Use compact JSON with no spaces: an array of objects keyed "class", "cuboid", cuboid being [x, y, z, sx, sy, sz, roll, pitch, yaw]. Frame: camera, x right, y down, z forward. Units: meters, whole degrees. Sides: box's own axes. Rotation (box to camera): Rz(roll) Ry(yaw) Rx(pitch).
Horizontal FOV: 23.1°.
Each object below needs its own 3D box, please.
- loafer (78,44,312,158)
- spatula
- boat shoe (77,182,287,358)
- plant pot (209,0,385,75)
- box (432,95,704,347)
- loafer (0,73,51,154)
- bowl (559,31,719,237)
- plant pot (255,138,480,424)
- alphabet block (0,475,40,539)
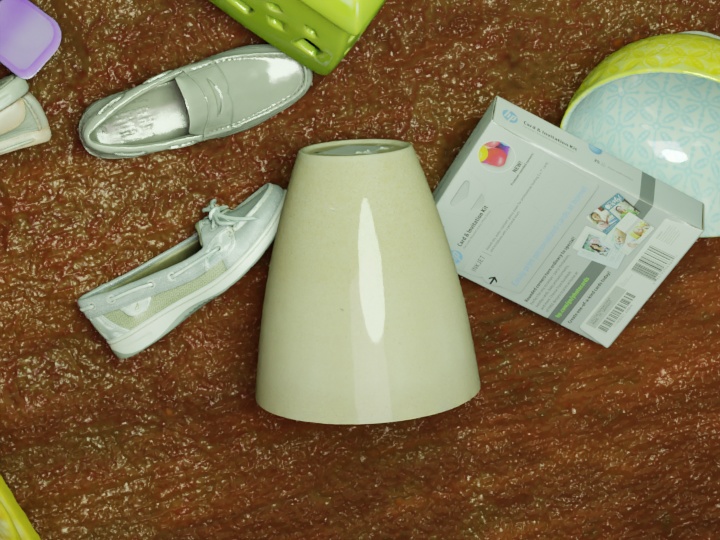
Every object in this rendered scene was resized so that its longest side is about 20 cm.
[{"class":"loafer","cuboid":[-0.133,-0.135,1.442,0.198,0.070,0.071,-20,102,-1]},{"class":"spatula","cuboid":[-0.327,-0.238,1.425,0.200,0.021,0.057,43,74,-8]},{"class":"boat shoe","cuboid":[-0.143,-0.009,1.468,0.201,0.075,0.065,-37,107,10]},{"class":"plant pot","cuboid":[-0.036,-0.289,1.346,0.198,0.181,0.201,34,84,-10]},{"class":"box","cuboid":[0.161,-0.036,1.468,0.199,0.041,0.156,25,130,-10]},{"class":"loafer","cuboid":[-0.346,-0.084,1.438,0.199,0.072,0.063,-33,110,-1]},{"class":"bowl","cuboid":[0.270,-0.131,1.447,0.199,0.200,0.108,27,56,-10]},{"class":"plant pot","cuboid":[0.000,0.000,1.422,0.185,0.187,0.202,-4,102,-4]},{"class":"alphabet block","cuboid":[-0.380,0.259,1.442,0.199,0.195,0.198,-29,105,1]}]
